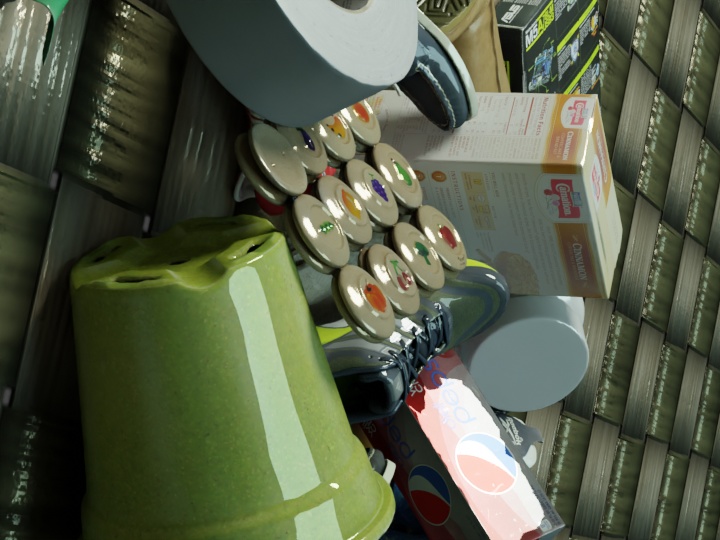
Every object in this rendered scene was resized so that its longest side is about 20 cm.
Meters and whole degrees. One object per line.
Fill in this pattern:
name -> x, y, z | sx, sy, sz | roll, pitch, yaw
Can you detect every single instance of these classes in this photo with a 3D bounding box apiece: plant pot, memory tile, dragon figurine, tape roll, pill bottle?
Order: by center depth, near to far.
plant pot -> -0.092, 0.073, 1.344 | 0.200, 0.199, 0.186 | -39, 123, -59
tape roll -> -0.046, -0.191, 1.359 | 0.200, 0.066, 0.201 | 40, 39, -42
memory tile -> -0.001, -0.042, 1.399 | 0.154, 0.017, 0.200 | 56, 25, -2
dragon figurine -> 0.039, 0.183, 1.675 | 0.200, 0.099, 0.059 | -82, -169, -61
pill bottle -> 0.114, 0.012, 1.788 | 0.201, 0.113, 0.114 | -103, -178, -50

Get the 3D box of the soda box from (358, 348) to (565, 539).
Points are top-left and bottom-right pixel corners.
soda box -> 0.058, 0.125, 1.618 | 0.070, 0.201, 0.063 | -18, 156, -37

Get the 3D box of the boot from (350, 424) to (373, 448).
boot -> -0.031, 0.133, 1.665 | 0.201, 0.070, 0.145 | -15, 107, -70

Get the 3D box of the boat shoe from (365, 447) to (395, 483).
boat shoe -> -0.055, 0.177, 1.537 | 0.200, 0.072, 0.068 | -37, 93, -28

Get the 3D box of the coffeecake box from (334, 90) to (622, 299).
coffeecake box -> 0.083, -0.056, 1.666 | 0.154, 0.199, 0.073 | 72, 27, -49

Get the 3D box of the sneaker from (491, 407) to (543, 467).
sneaker -> 0.083, 0.120, 1.780 | 0.200, 0.129, 0.080 | 92, -8, -52

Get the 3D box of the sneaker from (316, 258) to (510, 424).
sneaker -> 0.021, 0.061, 1.545 | 0.199, 0.081, 0.074 | -29, 125, -12

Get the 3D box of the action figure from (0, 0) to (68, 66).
action figure -> -0.157, -0.210, 1.214 | 0.200, 0.054, 0.119 | -63, 151, -53

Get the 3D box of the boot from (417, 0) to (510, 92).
boot -> 0.081, -0.162, 1.809 | 0.175, 0.066, 0.201 | -58, 150, -43

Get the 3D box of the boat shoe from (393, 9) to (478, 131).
boat shoe -> 0.009, -0.167, 1.554 | 0.062, 0.075, 0.200 | -50, 122, -23

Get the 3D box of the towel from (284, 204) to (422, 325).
towel -> 0.000, 0.000, 1.584 | 0.035, 0.132, 0.200 | 68, 9, 20

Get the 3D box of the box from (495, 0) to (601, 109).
box -> 0.166, -0.177, 2.041 | 0.200, 0.047, 0.194 | -52, 142, -49

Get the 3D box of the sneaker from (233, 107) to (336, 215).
sneaker -> -0.056, -0.104, 1.484 | 0.200, 0.071, 0.113 | 43, 55, -67
